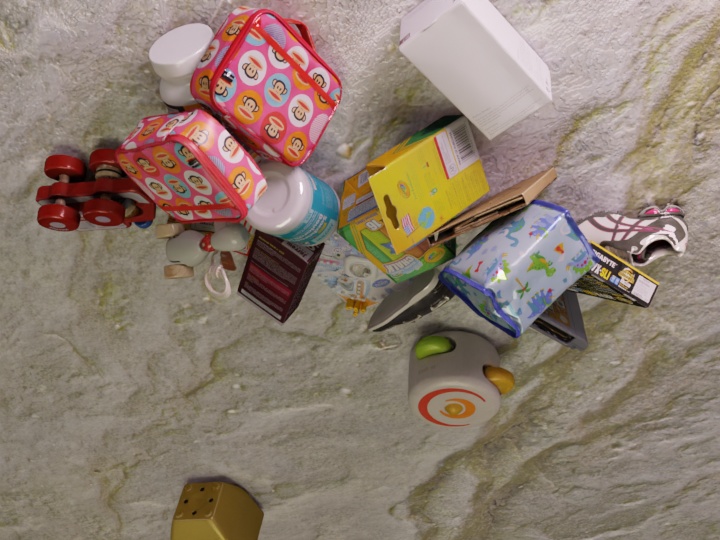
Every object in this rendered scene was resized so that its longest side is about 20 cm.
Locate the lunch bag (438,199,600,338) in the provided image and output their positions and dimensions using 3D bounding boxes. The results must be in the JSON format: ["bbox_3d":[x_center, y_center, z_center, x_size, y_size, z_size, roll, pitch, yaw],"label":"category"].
[{"bbox_3d":[0.217,-0.014,1.200,0.170,0.200,0.128,-42,116,-6],"label":"lunch bag"}]

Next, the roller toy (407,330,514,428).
[{"bbox_3d":[0.187,0.223,1.619,0.199,0.140,0.183,13,139,-7],"label":"roller toy"}]

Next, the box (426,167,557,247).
[{"bbox_3d":[0.200,-0.096,1.234,0.163,0.200,0.021,-24,95,30],"label":"box"}]

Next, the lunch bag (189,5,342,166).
[{"bbox_3d":[-0.118,-0.258,1.119,0.082,0.177,0.200,22,170,44],"label":"lunch bag"}]

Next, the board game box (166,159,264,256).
[{"bbox_3d":[-0.230,-0.123,1.360,0.151,0.047,0.200,17,137,-11],"label":"board game box"}]

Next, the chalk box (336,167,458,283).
[{"bbox_3d":[0.075,-0.071,1.318,0.124,0.124,0.200,-27,128,33],"label":"chalk box"}]

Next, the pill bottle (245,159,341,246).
[{"bbox_3d":[-0.098,-0.099,1.277,0.110,0.112,0.200,-11,170,19],"label":"pill bottle"}]

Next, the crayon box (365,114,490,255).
[{"bbox_3d":[0.090,-0.126,1.187,0.051,0.200,0.128,12,129,53],"label":"crayon box"}]

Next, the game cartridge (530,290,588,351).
[{"bbox_3d":[0.309,0.047,1.410,0.199,0.134,0.041,27,135,-28],"label":"game cartridge"}]

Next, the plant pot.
[{"bbox_3d":[-0.395,0.665,2.164,0.194,0.195,0.201,-7,128,15],"label":"plant pot"}]

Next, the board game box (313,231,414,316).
[{"bbox_3d":[0.000,0.000,1.463,0.199,0.026,0.200,-21,132,38],"label":"board game box"}]

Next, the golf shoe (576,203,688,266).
[{"bbox_3d":[0.423,-0.049,1.324,0.199,0.088,0.077,-12,137,24],"label":"golf shoe"}]

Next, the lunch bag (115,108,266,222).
[{"bbox_3d":[-0.228,-0.132,1.140,0.199,0.082,0.176,2,140,46],"label":"lunch bag"}]

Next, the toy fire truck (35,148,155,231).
[{"bbox_3d":[-0.430,-0.113,1.370,0.199,0.113,0.168,-4,161,13],"label":"toy fire truck"}]

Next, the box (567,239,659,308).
[{"bbox_3d":[0.350,-0.005,1.322,0.159,0.050,0.200,25,176,-25],"label":"box"}]

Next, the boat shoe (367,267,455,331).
[{"bbox_3d":[0.088,0.062,1.440,0.060,0.074,0.200,34,131,-19],"label":"boat shoe"}]

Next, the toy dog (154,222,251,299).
[{"bbox_3d":[-0.246,-0.038,1.345,0.199,0.096,0.133,16,106,34],"label":"toy dog"}]

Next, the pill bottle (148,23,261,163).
[{"bbox_3d":[-0.217,-0.241,1.176,0.116,0.117,0.201,-7,137,15],"label":"pill bottle"}]

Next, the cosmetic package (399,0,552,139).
[{"bbox_3d":[0.156,-0.284,1.104,0.113,0.081,0.200,-28,126,33],"label":"cosmetic package"}]

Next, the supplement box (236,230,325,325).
[{"bbox_3d":[-0.143,-0.002,1.439,0.109,0.061,0.200,35,141,6],"label":"supplement box"}]
